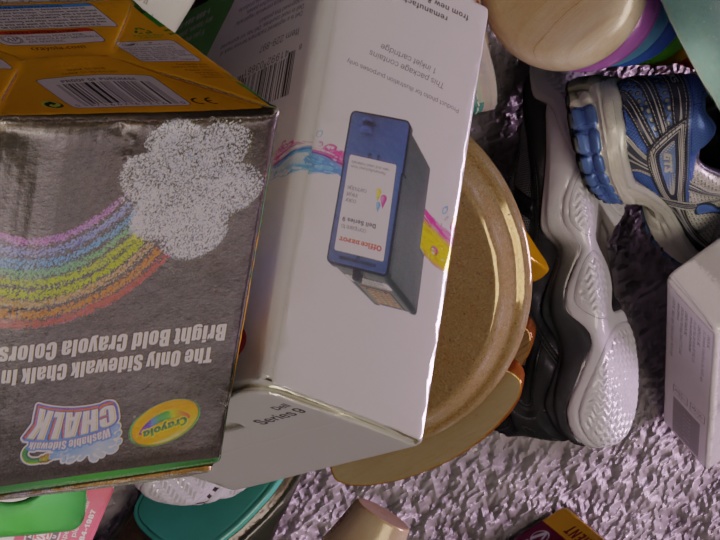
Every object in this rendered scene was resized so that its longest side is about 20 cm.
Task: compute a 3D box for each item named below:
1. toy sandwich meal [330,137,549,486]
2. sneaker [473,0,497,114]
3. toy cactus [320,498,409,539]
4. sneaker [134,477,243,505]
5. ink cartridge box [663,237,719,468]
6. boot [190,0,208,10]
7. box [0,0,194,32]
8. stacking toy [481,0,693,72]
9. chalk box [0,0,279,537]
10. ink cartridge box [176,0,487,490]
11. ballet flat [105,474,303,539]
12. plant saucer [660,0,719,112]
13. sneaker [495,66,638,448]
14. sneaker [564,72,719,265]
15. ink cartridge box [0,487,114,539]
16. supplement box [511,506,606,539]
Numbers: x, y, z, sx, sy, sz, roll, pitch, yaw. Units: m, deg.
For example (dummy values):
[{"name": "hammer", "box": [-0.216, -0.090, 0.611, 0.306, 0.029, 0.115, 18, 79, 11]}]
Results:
[{"name": "toy sandwich meal", "box": [0.000, 0.000, 1.397, 0.205, 0.070, 0.205, 4, 107, 13]}, {"name": "sneaker", "box": [0.009, -0.131, 1.300, 0.080, 0.071, 0.200, -15, 146, 8]}, {"name": "toy cactus", "box": [-0.037, 0.186, 1.447, 0.165, 0.102, 0.200, -59, 170, 6]}, {"name": "sneaker", "box": [-0.130, 0.044, 1.342, 0.200, 0.115, 0.075, 20, 102, -47]}, {"name": "ink cartridge box", "box": [0.240, 0.006, 1.542, 0.176, 0.045, 0.200, -37, 158, -11]}, {"name": "boot", "box": [-0.032, -0.157, 1.338, 0.200, 0.069, 0.174, 23, 107, -37]}, {"name": "box", "box": [-0.169, -0.110, 1.208, 0.106, 0.152, 0.200, 27, 97, -39]}, {"name": "stacking toy", "box": [0.138, -0.130, 1.420, 0.200, 0.085, 0.085, 7, 112, -61]}, {"name": "chalk box", "box": [-0.126, 0.009, 1.121, 0.124, 0.124, 0.200, -4, 117, -34]}, {"name": "ink cartridge box", "box": [-0.033, -0.019, 1.221, 0.087, 0.145, 0.200, 23, 65, -30]}, {"name": "ballet flat", "box": [-0.098, 0.150, 1.445, 0.200, 0.068, 0.068, -41, 143, -13]}, {"name": "plant saucer", "box": [0.185, -0.137, 1.388, 0.036, 0.200, 0.200, -24, 133, 21]}, {"name": "sneaker", "box": [0.073, -0.006, 1.464, 0.075, 0.114, 0.200, 11, 72, -66]}, {"name": "sneaker", "box": [0.179, -0.054, 1.465, 0.200, 0.085, 0.077, 20, 61, -61]}, {"name": "ink cartridge box", "box": [-0.235, 0.126, 1.331, 0.200, 0.083, 0.147, 15, 105, -37]}, {"name": "supplement box", "box": [0.077, 0.238, 1.561, 0.200, 0.131, 0.103, -31, 125, -16]}]
